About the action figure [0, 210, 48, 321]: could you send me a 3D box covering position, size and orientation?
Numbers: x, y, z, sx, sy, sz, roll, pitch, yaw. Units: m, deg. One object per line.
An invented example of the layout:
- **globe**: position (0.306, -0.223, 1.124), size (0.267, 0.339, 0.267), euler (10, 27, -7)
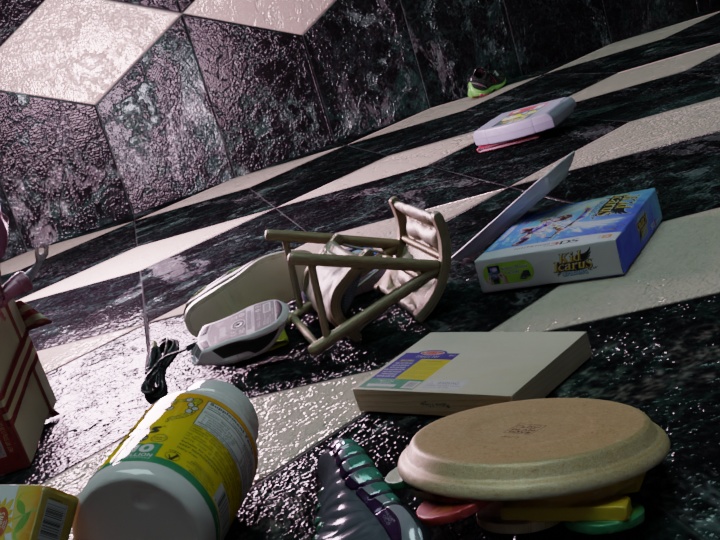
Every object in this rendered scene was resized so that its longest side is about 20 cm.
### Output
- **action figure**: position (-0.452, -0.005, 1.192), size (0.149, 0.133, 0.202), euler (-42, 47, 20)

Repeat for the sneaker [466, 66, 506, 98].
- **sneaker**: position (0.387, -0.590, 3.162), size (0.076, 0.085, 0.199), euler (-7, 17, 34)

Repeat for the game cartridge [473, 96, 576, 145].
- **game cartridge**: position (0.338, -0.309, 2.150), size (0.197, 0.041, 0.133), euler (-9, 23, 41)

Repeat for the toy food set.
- **toy food set**: position (0.116, 0.134, 0.722), size (0.196, 0.050, 0.197), euler (-5, 6, 24)

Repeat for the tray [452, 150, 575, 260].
- **tray**: position (0.207, -0.079, 1.382), size (0.200, 0.022, 0.107), euler (-44, -5, 40)

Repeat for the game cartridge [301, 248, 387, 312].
- **game cartridge**: position (-0.031, 0.005, 1.501), size (0.128, 0.039, 0.200), euler (-24, 14, -4)

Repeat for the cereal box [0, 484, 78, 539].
- **cereal box**: position (-0.302, 0.234, 0.765), size (0.197, 0.147, 0.039), euler (-8, -28, 36)

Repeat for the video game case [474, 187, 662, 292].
- **video game case**: position (0.258, -0.039, 1.264), size (0.178, 0.046, 0.200), euler (-8, 17, 32)

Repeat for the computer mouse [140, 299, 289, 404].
- **computer mouse**: position (-0.173, 0.096, 1.265), size (0.196, 0.044, 0.110), euler (-20, 28, 5)

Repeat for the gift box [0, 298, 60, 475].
- **gift box**: position (-0.459, 0.143, 1.224), size (0.196, 0.188, 0.187), euler (-12, 23, -3)

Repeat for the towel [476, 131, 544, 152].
- **towel**: position (0.338, -0.301, 2.234), size (0.142, 0.023, 0.200), euler (-13, 15, 24)

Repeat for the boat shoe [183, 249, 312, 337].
- **boat shoe**: position (-0.152, 0.024, 1.412), size (0.199, 0.073, 0.060), euler (-28, 17, -10)

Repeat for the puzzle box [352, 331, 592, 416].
- **puzzle box**: position (0.103, 0.096, 0.979), size (0.198, 0.026, 0.132), euler (-4, 20, 46)

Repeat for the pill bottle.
- **pill bottle**: position (-0.146, 0.167, 0.843), size (0.111, 0.115, 0.200), euler (-14, 14, 14)

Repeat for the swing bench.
- **swing bench**: position (0.000, 0.000, 1.284), size (0.196, 0.132, 0.199), euler (-15, 12, -11)

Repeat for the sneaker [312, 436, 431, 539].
- **sneaker**: position (-0.016, 0.179, 0.716), size (0.086, 0.076, 0.200), euler (-26, 16, -12)

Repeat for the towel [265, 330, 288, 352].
- **towel**: position (-0.146, 0.080, 1.387), size (0.085, 0.018, 0.200), euler (-21, 14, -5)
